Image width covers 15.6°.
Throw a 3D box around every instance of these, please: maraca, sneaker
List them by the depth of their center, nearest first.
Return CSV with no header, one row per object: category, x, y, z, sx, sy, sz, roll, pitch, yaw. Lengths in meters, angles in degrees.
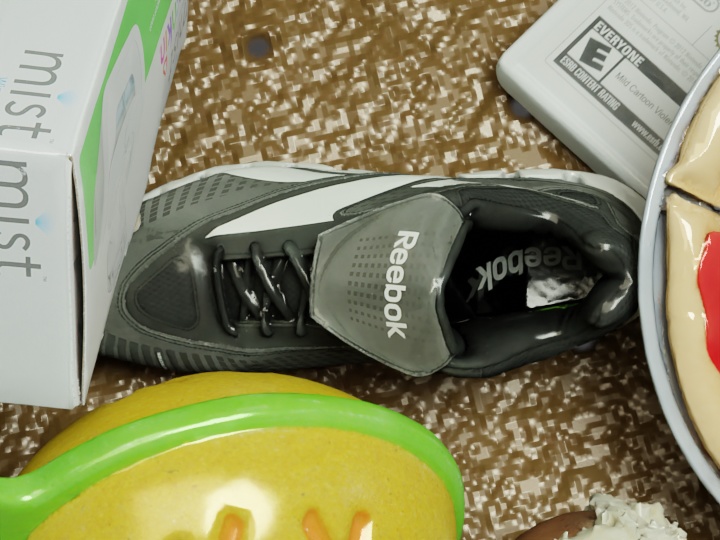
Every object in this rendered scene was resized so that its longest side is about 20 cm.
maraca,-0.063,0.090,0.770,0.199,0.138,0.107,-5,40,-20
sneaker,0.000,0.000,0.817,0.199,0.091,0.067,-3,96,0

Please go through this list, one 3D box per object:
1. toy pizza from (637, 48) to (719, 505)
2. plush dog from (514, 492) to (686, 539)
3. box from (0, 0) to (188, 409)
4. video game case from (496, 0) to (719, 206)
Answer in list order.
toy pizza,0.180,0.001,0.805,0.199,0.032,0.201,-1,92,-18
plush dog,0.112,0.160,0.732,0.171,0.200,0.161,-12,107,22
box,-0.151,-0.060,0.798,0.175,0.097,0.200,5,37,4
video game case,0.178,-0.062,0.876,0.200,0.023,0.182,43,78,14
